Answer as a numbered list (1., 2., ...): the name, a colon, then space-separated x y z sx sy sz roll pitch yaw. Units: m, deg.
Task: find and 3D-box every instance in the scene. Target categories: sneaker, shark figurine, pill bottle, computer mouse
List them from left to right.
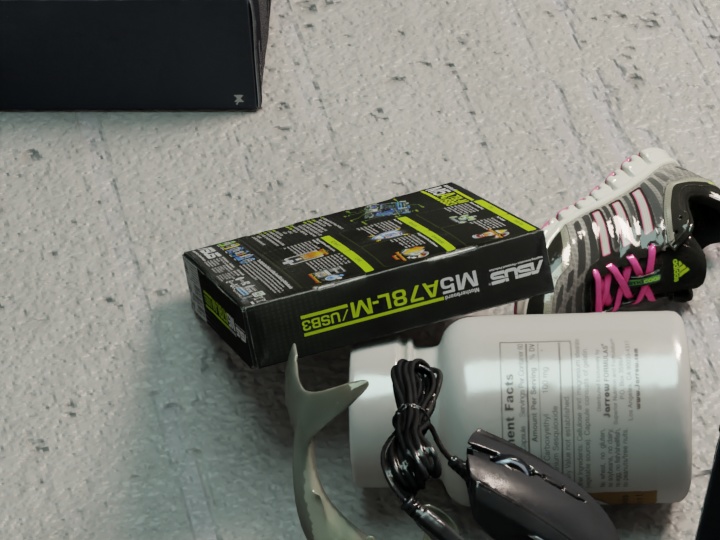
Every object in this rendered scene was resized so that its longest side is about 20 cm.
1. shark figurine: 0.006 0.155 1.479 0.128 0.214 0.089 -47 12 -3
2. pill bottle: 0.095 0.083 1.534 0.198 0.115 0.115 -1 44 3
3. computer mouse: 0.089 0.136 1.416 0.046 0.200 0.141 -37 14 21
4. sneaker: 0.174 -0.007 1.651 0.087 0.074 0.200 21 44 31

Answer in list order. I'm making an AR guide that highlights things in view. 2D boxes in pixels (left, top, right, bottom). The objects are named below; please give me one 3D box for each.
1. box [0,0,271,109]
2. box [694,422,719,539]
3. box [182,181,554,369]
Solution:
1. box: -0.164 -0.213 1.859 0.198 0.105 0.183 -1 46 3
2. box: 0.289 0.145 1.387 0.199 0.198 0.117 -19 47 -26
3. box: 0.000 0.000 1.609 0.192 0.048 0.200 -13 13 -13
